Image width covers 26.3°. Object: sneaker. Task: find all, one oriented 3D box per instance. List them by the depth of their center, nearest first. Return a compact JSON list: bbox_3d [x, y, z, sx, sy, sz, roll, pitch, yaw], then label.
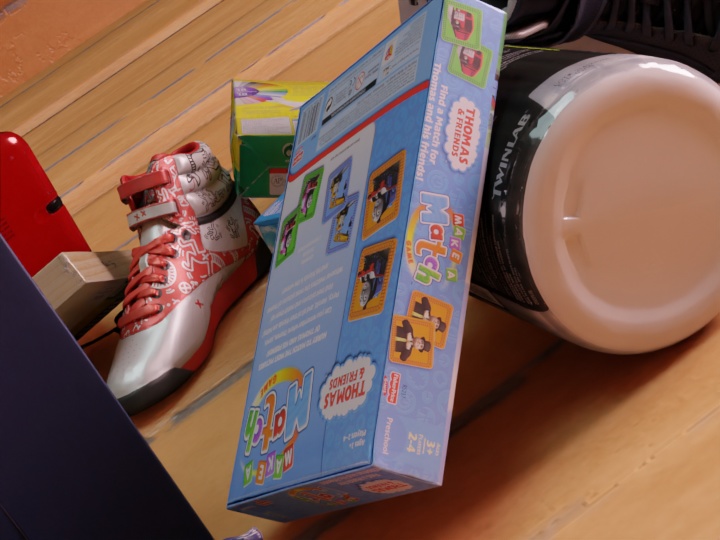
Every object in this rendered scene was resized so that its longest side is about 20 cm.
[{"bbox_3d":[0.137,-0.137,0.778,0.200,0.078,0.146,18,16,23],"label":"sneaker"},{"bbox_3d":[-0.129,-0.002,0.974,0.067,0.109,0.202,-19,24,34],"label":"sneaker"}]

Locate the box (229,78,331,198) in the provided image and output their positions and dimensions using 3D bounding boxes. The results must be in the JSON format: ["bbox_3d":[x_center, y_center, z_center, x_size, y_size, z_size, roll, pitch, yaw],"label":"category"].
[{"bbox_3d":[-0.034,-0.099,1.077,0.116,0.049,0.200,0,21,-5],"label":"box"}]

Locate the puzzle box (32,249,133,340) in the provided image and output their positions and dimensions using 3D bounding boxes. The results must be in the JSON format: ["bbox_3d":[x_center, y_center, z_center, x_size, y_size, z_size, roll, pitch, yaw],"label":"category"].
[{"bbox_3d":[-0.211,0.039,1.006,0.133,0.025,0.200,-41,-2,3],"label":"puzzle box"}]

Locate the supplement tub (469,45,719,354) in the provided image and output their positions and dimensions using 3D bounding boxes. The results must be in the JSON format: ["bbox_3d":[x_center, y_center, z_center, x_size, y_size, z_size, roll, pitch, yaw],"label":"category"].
[{"bbox_3d":[0.083,-0.040,0.705,0.122,0.123,0.200,-36,19,-10],"label":"supplement tub"}]

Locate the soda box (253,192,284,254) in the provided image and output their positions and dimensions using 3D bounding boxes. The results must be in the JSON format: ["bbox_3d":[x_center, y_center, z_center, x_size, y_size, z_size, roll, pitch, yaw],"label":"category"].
[{"bbox_3d":[0.028,-0.063,0.934,0.064,0.068,0.200,-9,30,49],"label":"soda box"}]

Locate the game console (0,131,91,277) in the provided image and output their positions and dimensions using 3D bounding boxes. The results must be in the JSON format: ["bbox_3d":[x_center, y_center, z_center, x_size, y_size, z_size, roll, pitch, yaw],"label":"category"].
[{"bbox_3d":[-0.294,0.023,1.070,0.200,0.173,0.118,-40,25,-26],"label":"game console"}]

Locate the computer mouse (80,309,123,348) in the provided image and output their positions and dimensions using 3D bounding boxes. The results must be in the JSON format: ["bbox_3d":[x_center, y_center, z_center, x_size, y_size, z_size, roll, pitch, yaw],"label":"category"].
[{"bbox_3d":[-0.187,0.065,1.033,0.199,0.034,0.059,-35,-2,-22],"label":"computer mouse"}]

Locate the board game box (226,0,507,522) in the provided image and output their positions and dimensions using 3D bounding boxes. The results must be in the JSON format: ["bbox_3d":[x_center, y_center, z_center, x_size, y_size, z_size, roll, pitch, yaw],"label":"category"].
[{"bbox_3d":[0.000,0.000,0.664,0.151,0.036,0.202,-28,48,60],"label":"board game box"}]

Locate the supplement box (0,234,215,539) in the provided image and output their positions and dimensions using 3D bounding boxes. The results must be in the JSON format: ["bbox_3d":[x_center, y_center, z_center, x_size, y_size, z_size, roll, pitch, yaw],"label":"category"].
[{"bbox_3d":[-0.200,0.093,0.710,0.134,0.201,0.199,-41,21,-25],"label":"supplement box"}]

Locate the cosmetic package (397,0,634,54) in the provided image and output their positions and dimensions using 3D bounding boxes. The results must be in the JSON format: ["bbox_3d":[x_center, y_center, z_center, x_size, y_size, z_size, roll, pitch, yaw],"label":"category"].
[{"bbox_3d":[0.117,-0.169,0.906,0.198,0.083,0.051,12,43,26],"label":"cosmetic package"}]

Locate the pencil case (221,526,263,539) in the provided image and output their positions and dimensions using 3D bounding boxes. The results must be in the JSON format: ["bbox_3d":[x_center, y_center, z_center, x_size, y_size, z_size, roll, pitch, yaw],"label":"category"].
[{"bbox_3d":[-0.101,0.174,0.534,0.199,0.087,0.078,-33,58,4],"label":"pencil case"}]
